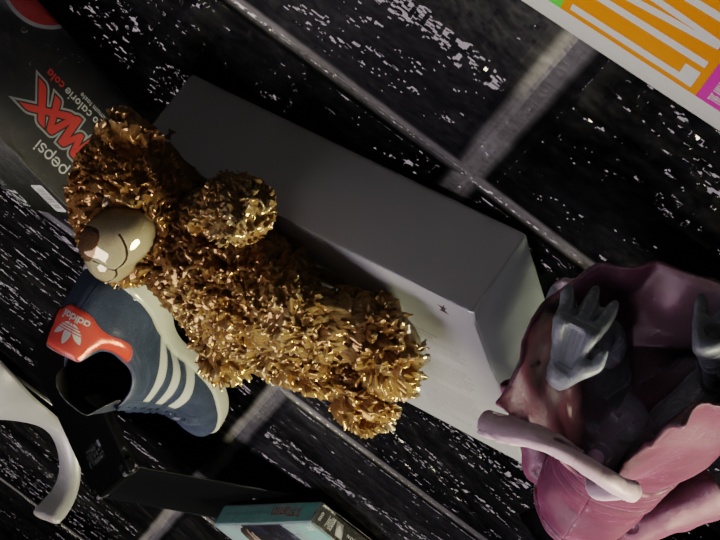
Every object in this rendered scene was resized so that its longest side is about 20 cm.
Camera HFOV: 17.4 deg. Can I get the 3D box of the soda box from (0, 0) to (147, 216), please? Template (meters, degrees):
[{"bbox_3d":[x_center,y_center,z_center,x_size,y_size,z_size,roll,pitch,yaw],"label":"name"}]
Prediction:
[{"bbox_3d":[-0.200,-0.118,1.182,0.200,0.071,0.063,48,160,-31],"label":"soda box"}]

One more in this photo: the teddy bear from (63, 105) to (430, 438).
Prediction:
[{"bbox_3d":[-0.057,0.011,1.093,0.200,0.067,0.145,41,158,-12],"label":"teddy bear"}]

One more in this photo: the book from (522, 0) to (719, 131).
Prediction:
[{"bbox_3d":[0.107,-0.092,0.741,0.199,0.048,0.134,33,166,4],"label":"book"}]

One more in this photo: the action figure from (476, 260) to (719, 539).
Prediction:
[{"bbox_3d":[0.116,0.081,1.002,0.133,0.149,0.201,27,147,8],"label":"action figure"}]

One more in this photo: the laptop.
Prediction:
[{"bbox_3d":[-0.149,0.115,1.772,0.201,0.115,0.187,65,162,5],"label":"laptop"}]

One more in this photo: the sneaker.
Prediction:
[{"bbox_3d":[-0.152,0.070,1.540,0.075,0.085,0.200,24,159,31],"label":"sneaker"}]

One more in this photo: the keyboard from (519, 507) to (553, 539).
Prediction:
[{"bbox_3d":[0.138,0.174,1.317,0.104,0.039,0.200,57,-179,30],"label":"keyboard"}]

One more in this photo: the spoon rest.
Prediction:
[{"bbox_3d":[-0.297,0.121,2.006,0.099,0.061,0.201,11,136,50],"label":"spoon rest"}]

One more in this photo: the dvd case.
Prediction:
[{"bbox_3d":[0.002,0.234,1.735,0.200,0.022,0.146,39,156,-23],"label":"dvd case"}]

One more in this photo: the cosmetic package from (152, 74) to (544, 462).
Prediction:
[{"bbox_3d":[0.000,0.000,1.144,0.199,0.052,0.151,27,161,27],"label":"cosmetic package"}]
